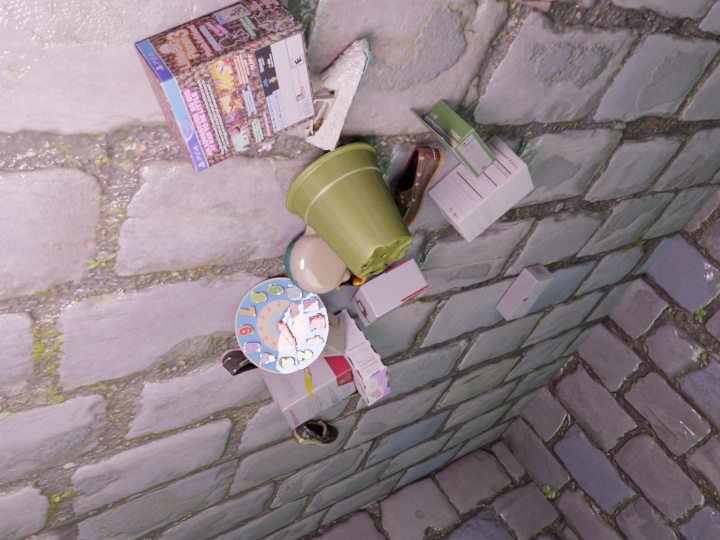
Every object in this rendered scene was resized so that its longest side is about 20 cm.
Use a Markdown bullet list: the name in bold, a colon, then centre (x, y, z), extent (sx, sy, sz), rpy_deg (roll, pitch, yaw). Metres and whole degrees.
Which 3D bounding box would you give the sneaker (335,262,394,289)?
- **sneaker**: centre (0.000, 0.000, 1.397), extent (0.200, 0.082, 0.078), rpy_deg (-16, 144, -33)

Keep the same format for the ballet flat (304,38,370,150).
- **ballet flat**: centre (-0.043, -0.281, 0.991), extent (0.072, 0.072, 0.200), rpy_deg (-12, 141, -37)

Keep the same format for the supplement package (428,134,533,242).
- **supplement package**: centre (0.278, -0.185, 1.402), extent (0.200, 0.117, 0.117), rpy_deg (-40, 149, 5)

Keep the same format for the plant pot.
- **plant pot**: centre (-0.005, -0.094, 1.120), extent (0.200, 0.190, 0.200), rpy_deg (-30, 163, -10)

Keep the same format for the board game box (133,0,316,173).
- **board game box**: centre (-0.176, -0.258, 0.844), extent (0.200, 0.097, 0.160), rpy_deg (-29, 149, -15)

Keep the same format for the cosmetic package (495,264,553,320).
- **cosmetic package**: centre (0.563, 0.077, 2.105), extent (0.102, 0.074, 0.200), rpy_deg (-10, 139, -38)

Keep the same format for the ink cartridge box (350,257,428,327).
- **ink cartridge box**: centre (0.065, 0.056, 1.467), extent (0.145, 0.083, 0.200), rpy_deg (-30, 173, -12)

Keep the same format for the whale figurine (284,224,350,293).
- **whale figurine**: centre (-0.074, -0.043, 1.262), extent (0.200, 0.104, 0.159), rpy_deg (-48, 122, -26)

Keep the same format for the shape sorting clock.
- **shape sorting clock**: centre (-0.165, 0.115, 1.279), extent (0.200, 0.200, 0.039), rpy_deg (-38, 179, 0)

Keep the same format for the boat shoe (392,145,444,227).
- **boat shoe**: centre (0.102, -0.174, 1.286), extent (0.070, 0.070, 0.200), rpy_deg (-4, 129, -38)

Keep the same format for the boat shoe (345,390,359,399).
- **boat shoe**: centre (-0.002, 0.359, 1.893), extent (0.200, 0.073, 0.065), rpy_deg (-18, 139, -31)

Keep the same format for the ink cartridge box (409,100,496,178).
- **ink cartridge box**: centre (0.187, -0.268, 1.207), extent (0.059, 0.104, 0.200), rpy_deg (-45, 149, 12)

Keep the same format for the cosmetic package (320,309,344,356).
- **cosmetic package**: centre (-0.119, 0.134, 1.414), extent (0.103, 0.087, 0.200), rpy_deg (-5, 157, 20)

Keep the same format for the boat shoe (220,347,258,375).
- **boat shoe**: centre (-0.237, 0.212, 1.461), extent (0.200, 0.057, 0.067), rpy_deg (-5, 137, -43)

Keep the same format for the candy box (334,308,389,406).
- **candy box**: centre (-0.008, 0.225, 1.577), extent (0.071, 0.200, 0.168), rpy_deg (-29, 149, -14)

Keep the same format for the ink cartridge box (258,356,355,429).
- **ink cartridge box**: centre (-0.136, 0.280, 1.572), extent (0.200, 0.145, 0.145), rpy_deg (-30, 149, -14)

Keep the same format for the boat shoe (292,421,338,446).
- **boat shoe**: centre (-0.130, 0.520, 1.964), extent (0.065, 0.073, 0.200), rpy_deg (-46, 149, 20)
